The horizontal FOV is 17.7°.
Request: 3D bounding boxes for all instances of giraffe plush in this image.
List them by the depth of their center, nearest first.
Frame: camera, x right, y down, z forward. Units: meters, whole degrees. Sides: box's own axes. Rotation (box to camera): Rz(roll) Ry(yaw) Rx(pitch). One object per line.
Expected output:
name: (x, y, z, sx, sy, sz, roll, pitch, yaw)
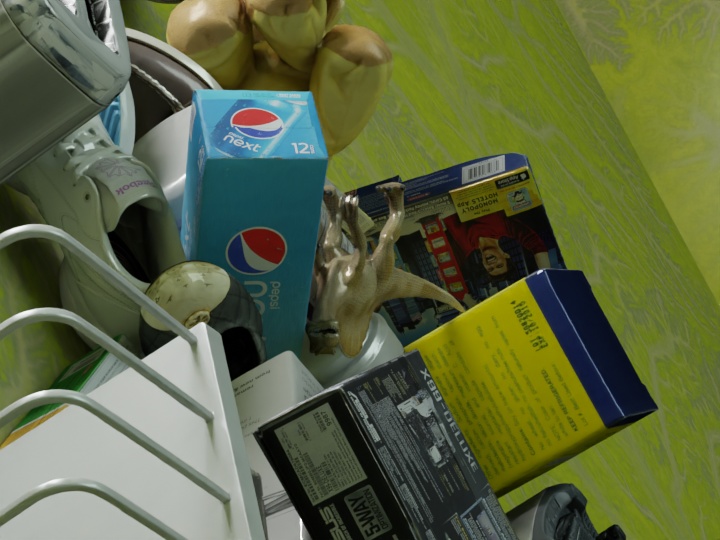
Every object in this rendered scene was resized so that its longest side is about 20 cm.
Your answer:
giraffe plush: (-0.059, -0.134, 1.601, 0.200, 0.172, 0.162, 60, 10, -28)

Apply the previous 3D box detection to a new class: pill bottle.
pill bottle: (-0.062, 0.002, 1.415, 0.200, 0.112, 0.112, 52, 17, -25)

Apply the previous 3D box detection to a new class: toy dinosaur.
toy dinosaur: (0.000, 0.000, 1.372, 0.200, 0.058, 0.101, -20, 109, -65)

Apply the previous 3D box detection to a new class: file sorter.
file sorter: (-0.133, 0.105, 0.961, 0.125, 0.139, 0.200, 41, 24, -42)

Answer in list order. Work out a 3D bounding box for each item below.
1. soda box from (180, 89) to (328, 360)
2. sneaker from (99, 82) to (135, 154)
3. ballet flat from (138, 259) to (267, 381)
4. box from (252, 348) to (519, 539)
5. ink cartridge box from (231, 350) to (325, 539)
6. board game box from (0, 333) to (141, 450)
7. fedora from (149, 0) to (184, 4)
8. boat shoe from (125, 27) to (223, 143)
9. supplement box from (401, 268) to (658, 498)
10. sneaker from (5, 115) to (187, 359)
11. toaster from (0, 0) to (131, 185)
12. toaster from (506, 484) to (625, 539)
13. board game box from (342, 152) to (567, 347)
soda box: (-0.065, -0.002, 1.290, 0.064, 0.068, 0.200, -104, -163, -48)
sneaker: (-0.175, -0.133, 1.385, 0.081, 0.076, 0.200, 34, 31, -61)
ballet flat: (-0.072, 0.065, 1.252, 0.200, 0.066, 0.057, 75, -12, -49)
box: (0.037, 0.141, 1.111, 0.200, 0.050, 0.158, 61, 15, 2)
ink cartridge box: (-0.022, 0.161, 1.141, 0.147, 0.083, 0.200, 50, 18, -32)
board game box: (-0.098, 0.144, 1.172, 0.200, 0.040, 0.153, 57, 16, -9)
fedora: (-0.135, -0.243, 1.608, 0.200, 0.177, 0.090, -132, -150, -55)
boat shoe: (-0.109, -0.073, 1.492, 0.200, 0.072, 0.060, 46, 42, -23)
supplement box: (0.072, 0.093, 1.495, 0.109, 0.200, 0.110, 62, 16, 9)
sneaker: (-0.145, -0.054, 1.266, 0.075, 0.100, 0.200, -24, 80, -35)
toaster: (-0.199, -0.124, 1.189, 0.114, 0.129, 0.200, 43, 22, -43)
toaster: (0.099, 0.218, 1.451, 0.114, 0.129, 0.200, 57, 16, -9)
board game box: (0.057, 0.029, 1.661, 0.062, 0.200, 0.200, -85, 155, -63)
